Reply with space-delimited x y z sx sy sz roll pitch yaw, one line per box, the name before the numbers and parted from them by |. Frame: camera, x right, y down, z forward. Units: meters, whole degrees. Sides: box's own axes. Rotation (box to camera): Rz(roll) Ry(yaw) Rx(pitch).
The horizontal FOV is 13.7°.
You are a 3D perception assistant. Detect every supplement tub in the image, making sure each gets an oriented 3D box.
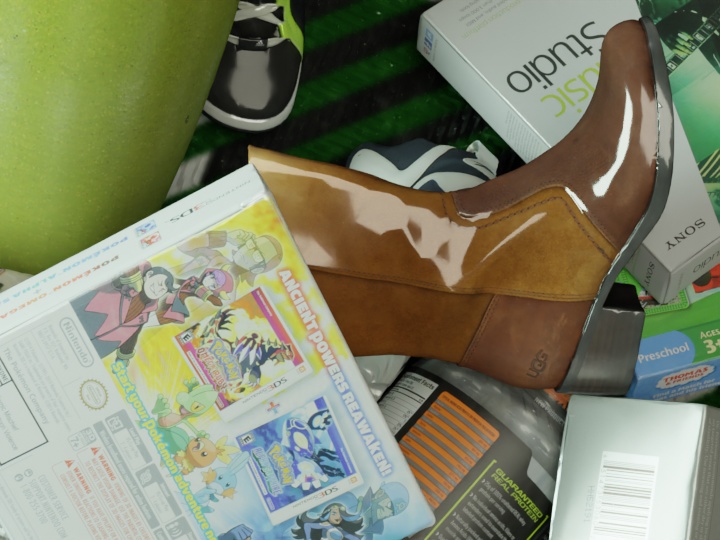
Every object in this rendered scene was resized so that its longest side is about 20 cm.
supplement tub | 0.035 0.128 1.521 0.123 0.123 0.200 44 79 -4

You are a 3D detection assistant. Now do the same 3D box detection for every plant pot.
plant pot | -0.151 -0.096 1.489 0.186 0.187 0.201 5 105 -10

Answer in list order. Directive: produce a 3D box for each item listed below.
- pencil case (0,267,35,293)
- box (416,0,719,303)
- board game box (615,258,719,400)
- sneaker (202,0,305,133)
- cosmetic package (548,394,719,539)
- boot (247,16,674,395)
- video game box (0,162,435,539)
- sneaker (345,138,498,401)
pencil case | -0.147 0.039 1.444 0.199 0.078 0.090 17 74 -25
box | 0.146 -0.094 1.557 0.144 0.036 0.200 -34 68 -21
board game box | 0.176 -0.037 1.567 0.150 0.037 0.201 -14 60 -12
sneaker | -0.062 -0.173 1.550 0.071 0.083 0.201 -1 85 -11
cosmetic package | 0.184 0.128 1.517 0.200 0.090 0.107 20 76 -54
boot | 0.043 -0.039 1.436 0.199 0.069 0.189 8 109 -5
video game box | -0.085 0.075 1.400 0.181 0.047 0.201 -26 118 1
sneaker | 0.000 0.000 1.555 0.079 0.130 0.199 40 117 -14
